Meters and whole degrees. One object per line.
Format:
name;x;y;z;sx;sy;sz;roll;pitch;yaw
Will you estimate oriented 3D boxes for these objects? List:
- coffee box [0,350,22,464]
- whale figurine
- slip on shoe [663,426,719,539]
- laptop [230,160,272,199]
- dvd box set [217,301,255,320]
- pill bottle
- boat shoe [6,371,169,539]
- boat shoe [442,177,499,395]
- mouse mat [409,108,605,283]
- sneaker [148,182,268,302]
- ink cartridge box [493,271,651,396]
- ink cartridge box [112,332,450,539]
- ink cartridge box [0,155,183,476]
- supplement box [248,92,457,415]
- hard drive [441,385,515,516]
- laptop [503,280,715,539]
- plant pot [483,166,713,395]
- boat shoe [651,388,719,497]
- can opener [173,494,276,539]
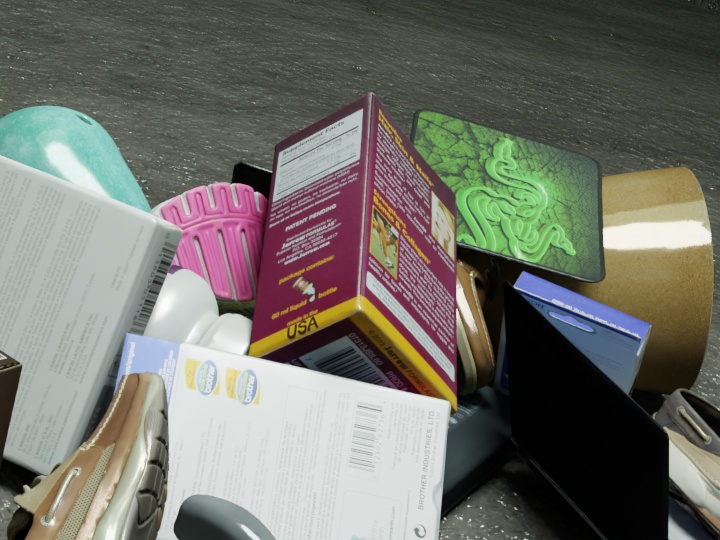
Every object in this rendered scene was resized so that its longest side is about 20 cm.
coffee box;-0.283;0.061;0.842;0.199;0.114;0.080;28;23;26
whale figurine;-0.191;-0.046;1.137;0.199;0.104;0.159;31;12;21
slip on shoe;0.267;0.163;1.066;0.076;0.060;0.200;51;-2;-39
laptop;-0.019;-0.047;1.360;0.176;0.104;0.200;18;20;1
dvd box set;-0.108;0.020;1.217;0.145;0.030;0.199;-3;28;-44
pill bottle;-0.160;0.038;1.005;0.198;0.113;0.112;21;20;12
boat shoe;-0.141;0.124;0.798;0.071;0.076;0.201;7;39;4
boat shoe;0.071;0.000;1.174;0.067;0.072;0.201;-8;53;-14
mouse mat;0.110;-0.062;1.219;0.159;0.008;0.201;16;33;-2
sneaker;-0.082;-0.012;1.116;0.088;0.082;0.199;-12;-11;42
ink cartridge box;0.147;0.061;1.123;0.099;0.201;0.039;23;65;13
ink cartridge box;-0.050;0.114;0.910;0.198;0.042;0.120;14;63;-13
ink cartridge box;-0.223;0.014;0.945;0.198;0.164;0.050;22;-1;19
supplement box;0.000;0.000;1.023;0.110;0.085;0.201;48;30;-34
hard drive;0.023;0.107;1.095;0.139;0.033;0.200;25;21;19
laptop;0.186;0.119;1.030;0.199;0.117;0.187;15;20;-35
plant pot;0.165;0.009;1.301;0.198;0.188;0.187;0;22;-6
boat shoe;0.291;0.150;1.144;0.199;0.074;0.074;28;22;26
can opener;-0.027;0.188;0.804;0.199;0.067;0.053;31;22;20
